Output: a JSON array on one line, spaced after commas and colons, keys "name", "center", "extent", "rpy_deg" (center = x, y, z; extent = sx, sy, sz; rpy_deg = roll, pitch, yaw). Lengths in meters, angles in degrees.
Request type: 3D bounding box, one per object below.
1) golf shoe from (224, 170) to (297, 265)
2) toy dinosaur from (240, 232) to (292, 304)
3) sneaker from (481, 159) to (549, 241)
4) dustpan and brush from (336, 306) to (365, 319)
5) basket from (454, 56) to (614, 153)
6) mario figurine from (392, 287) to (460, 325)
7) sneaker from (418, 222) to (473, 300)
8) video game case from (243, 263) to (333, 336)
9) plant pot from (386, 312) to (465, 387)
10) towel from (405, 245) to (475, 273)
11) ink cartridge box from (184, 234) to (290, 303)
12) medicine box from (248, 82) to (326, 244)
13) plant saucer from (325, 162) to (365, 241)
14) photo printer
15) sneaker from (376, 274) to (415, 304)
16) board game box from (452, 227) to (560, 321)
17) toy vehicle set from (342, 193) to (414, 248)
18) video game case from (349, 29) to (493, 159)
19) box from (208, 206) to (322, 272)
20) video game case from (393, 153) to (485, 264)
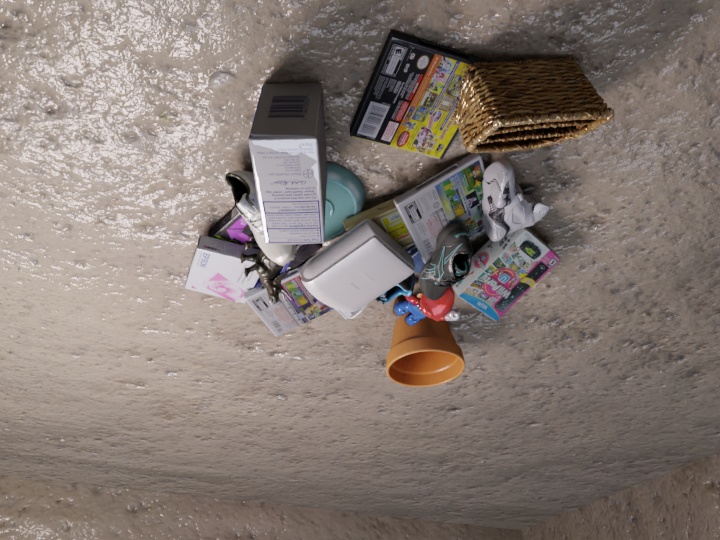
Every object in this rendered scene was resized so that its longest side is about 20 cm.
[{"name": "golf shoe", "center": [-0.189, -0.096, 1.079], "extent": [0.078, 0.200, 0.097], "rpy_deg": [-37, 161, 20]}, {"name": "toy dinosaur", "center": [-0.181, -0.035, 1.193], "extent": [0.102, 0.077, 0.201], "rpy_deg": [3, 113, -26]}, {"name": "sneaker", "center": [0.299, -0.145, 1.141], "extent": [0.115, 0.075, 0.200], "rpy_deg": [-19, 143, -7]}, {"name": "dustpan and brush", "center": [0.000, 0.000, 1.311], "extent": [0.200, 0.057, 0.140], "rpy_deg": [-46, 104, -4]}, {"name": "basket", "center": [0.264, -0.235, 0.945], "extent": [0.199, 0.149, 0.143], "rpy_deg": [-8, 144, -11]}, {"name": "mario figurine", "center": [0.162, 0.071, 1.398], "extent": [0.123, 0.106, 0.200], "rpy_deg": [7, 165, -24]}, {"name": "sneaker", "center": [0.175, -0.001, 1.216], "extent": [0.075, 0.079, 0.200], "rpy_deg": [-9, 137, -23]}, {"name": "video game case", "center": [-0.154, 0.068, 1.394], "extent": [0.182, 0.023, 0.200], "rpy_deg": [-26, 145, 0]}, {"name": "plant pot", "center": [0.163, 0.196, 1.538], "extent": [0.199, 0.140, 0.200], "rpy_deg": [-1, 143, -1]}, {"name": "towel", "center": [0.191, -0.019, 1.333], "extent": [0.200, 0.049, 0.112], "rpy_deg": [22, 136, -30]}, {"name": "ink cartridge box", "center": [-0.273, 0.009, 1.307], "extent": [0.199, 0.043, 0.196], "rpy_deg": [16, 148, -16]}, {"name": "medicine box", "center": [-0.110, -0.175, 0.972], "extent": [0.102, 0.183, 0.200], "rpy_deg": [0, 131, -1]}, {"name": "plant saucer", "center": [-0.086, -0.123, 1.168], "extent": [0.199, 0.027, 0.201], "rpy_deg": [-7, 136, -7]}, {"name": "photo printer", "center": [-0.011, 0.001, 1.209], "extent": [0.200, 0.070, 0.166], "rpy_deg": [-34, 137, 18]}, {"name": "sneaker", "center": [0.029, 0.037, 1.369], "extent": [0.199, 0.082, 0.073], "rpy_deg": [-16, 143, 20]}, {"name": "board game box", "center": [0.315, 0.000, 1.298], "extent": [0.147, 0.064, 0.200], "rpy_deg": [31, 111, -35]}, {"name": "toy vehicle set", "center": [0.078, -0.094, 1.210], "extent": [0.199, 0.027, 0.124], "rpy_deg": [-23, 140, 6]}, {"name": "video game case", "center": [0.098, -0.285, 0.995], "extent": [0.180, 0.026, 0.200], "rpy_deg": [11, 140, -16]}, {"name": "box", "center": [-0.199, -0.066, 1.258], "extent": [0.200, 0.036, 0.143], "rpy_deg": [26, 135, -35]}, {"name": "video game case", "center": [0.176, -0.118, 1.175], "extent": [0.182, 0.022, 0.200], "rpy_deg": [-30, 138, 2]}]
